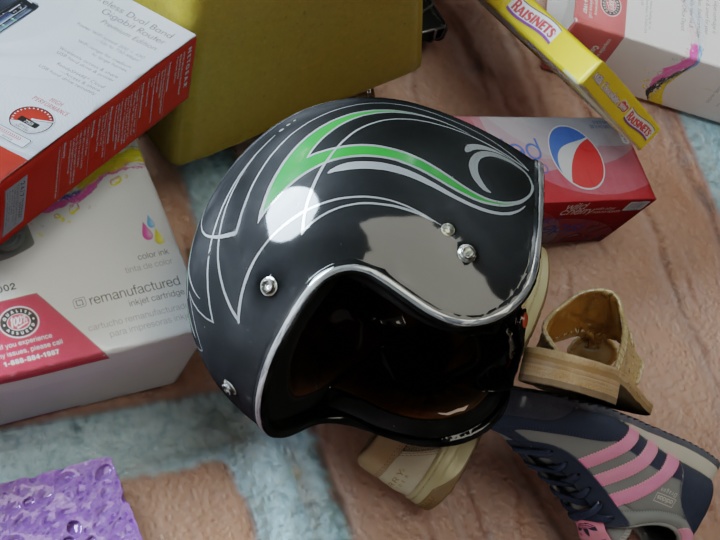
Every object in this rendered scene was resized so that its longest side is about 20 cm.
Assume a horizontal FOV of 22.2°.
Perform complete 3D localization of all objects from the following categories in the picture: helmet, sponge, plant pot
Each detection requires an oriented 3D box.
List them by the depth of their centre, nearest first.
[{"bbox_3d":[-0.157,0.209,1.017,0.111,0.030,0.200,-14,69,-28],"label":"sponge"},{"bbox_3d":[0.000,0.000,1.032,0.190,0.200,0.200,8,59,2],"label":"helmet"},{"bbox_3d":[-0.078,-0.224,1.142,0.194,0.200,0.196,-25,60,-24],"label":"plant pot"}]

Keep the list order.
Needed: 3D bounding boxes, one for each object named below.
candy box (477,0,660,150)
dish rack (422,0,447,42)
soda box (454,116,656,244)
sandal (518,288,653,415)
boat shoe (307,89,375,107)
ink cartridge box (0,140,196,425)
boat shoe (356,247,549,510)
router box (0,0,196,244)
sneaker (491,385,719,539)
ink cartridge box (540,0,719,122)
[{"bbox_3d":[0.118,-0.165,1.250,0.026,0.102,0.200,-44,52,5],"label":"candy box"},{"bbox_3d":[0.014,-0.247,1.232,0.054,0.200,0.154,-28,76,-19],"label":"dish rack"},{"bbox_3d":[0.100,-0.059,1.215,0.200,0.063,0.070,-4,65,-42],"label":"soda box"},{"bbox_3d":[0.143,0.045,1.120,0.077,0.212,0.070,13,86,15],"label":"sandal"},{"bbox_3d":[-0.019,-0.064,1.198,0.073,0.063,0.200,15,59,-14],"label":"boat shoe"},{"bbox_3d":[-0.195,-0.020,1.090,0.147,0.086,0.200,-14,71,-27],"label":"ink cartridge box"},{"bbox_3d":[0.061,0.052,1.164,0.064,0.071,0.200,31,58,-5],"label":"boat shoe"},{"bbox_3d":[-0.226,-0.119,1.044,0.200,0.049,0.180,29,45,16],"label":"router box"},{"bbox_3d":[0.143,0.128,1.131,0.200,0.070,0.082,23,78,-32],"label":"sneaker"},{"bbox_3d":[0.241,-0.183,1.366,0.200,0.068,0.117,16,59,-12],"label":"ink cartridge box"}]
